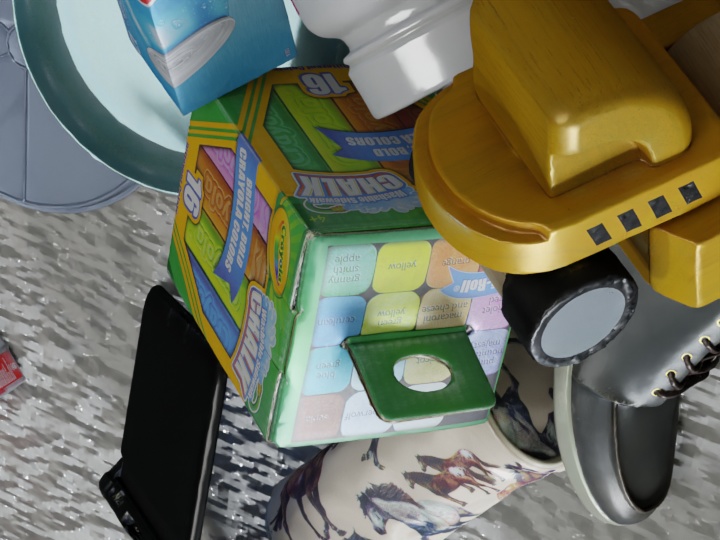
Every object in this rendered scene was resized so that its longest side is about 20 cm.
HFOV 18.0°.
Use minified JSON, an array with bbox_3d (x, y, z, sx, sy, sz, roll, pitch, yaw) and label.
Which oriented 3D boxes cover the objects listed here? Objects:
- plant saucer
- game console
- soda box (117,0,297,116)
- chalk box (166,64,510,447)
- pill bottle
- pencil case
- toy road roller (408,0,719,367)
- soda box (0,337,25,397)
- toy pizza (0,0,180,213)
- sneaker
[{"bbox_3d":[-0.089,-0.138,1.203,0.198,0.027,0.202,7,111,17],"label":"plant saucer"},{"bbox_3d":[-0.072,0.122,1.266,0.176,0.200,0.117,43,87,-18],"label":"game console"},{"bbox_3d":[-0.088,-0.169,1.050,0.064,0.067,0.201,53,166,37],"label":"soda box"},{"bbox_3d":[0.000,0.000,1.111,0.200,0.124,0.125,53,139,48],"label":"chalk box"},{"bbox_3d":[0.001,-0.182,1.088,0.113,0.113,0.201,-25,96,39],"label":"pill bottle"},{"bbox_3d":[0.038,0.109,1.220,0.089,0.078,0.200,45,130,-8],"label":"pencil case"},{"bbox_3d":[0.118,-0.065,0.986,0.123,0.199,0.147,57,165,34],"label":"toy road roller"},{"bbox_3d":[-0.294,0.005,1.410,0.070,0.063,0.201,-27,94,39],"label":"soda box"},{"bbox_3d":[-0.181,-0.130,1.285,0.199,0.032,0.202,11,115,24],"label":"toy pizza"},{"bbox_3d":[0.155,0.040,1.108,0.105,0.075,0.202,10,115,33],"label":"sneaker"}]
